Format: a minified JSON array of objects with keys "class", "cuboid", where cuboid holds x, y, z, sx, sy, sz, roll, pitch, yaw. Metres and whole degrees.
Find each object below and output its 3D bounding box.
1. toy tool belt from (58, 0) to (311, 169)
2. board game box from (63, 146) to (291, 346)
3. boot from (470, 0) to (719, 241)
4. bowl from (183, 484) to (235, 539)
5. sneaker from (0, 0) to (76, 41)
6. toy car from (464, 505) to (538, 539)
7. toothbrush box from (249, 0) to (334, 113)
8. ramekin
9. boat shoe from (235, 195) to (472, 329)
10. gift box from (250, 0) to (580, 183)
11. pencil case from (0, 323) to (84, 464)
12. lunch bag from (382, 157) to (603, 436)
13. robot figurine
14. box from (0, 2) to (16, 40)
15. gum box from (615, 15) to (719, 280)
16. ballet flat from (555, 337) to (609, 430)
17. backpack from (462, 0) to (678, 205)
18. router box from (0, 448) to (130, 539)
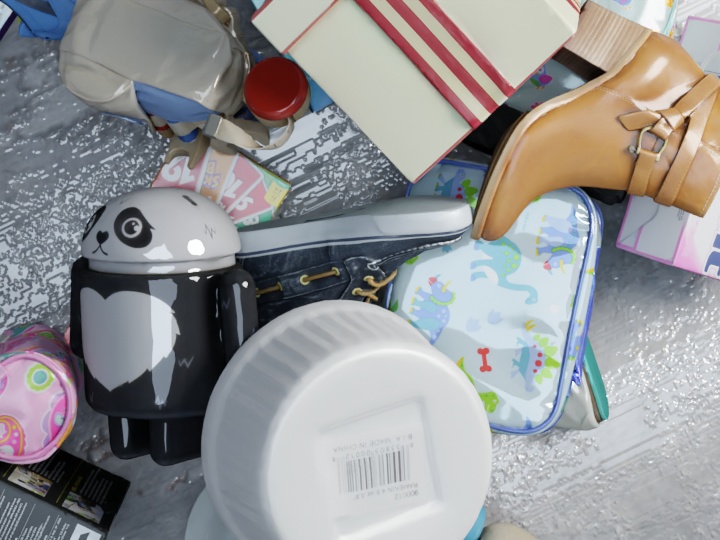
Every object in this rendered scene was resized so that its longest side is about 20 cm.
[{"class":"toy tool belt","cuboid":[-0.118,-0.139,1.339,0.198,0.123,0.126,18,80,15]},{"class":"board game box","cuboid":[-0.145,-0.006,1.411,0.095,0.030,0.201,31,96,-5]},{"class":"boot","cuboid":[0.182,-0.078,1.319,0.155,0.077,0.201,32,84,-2]},{"class":"bowl","cuboid":[-0.035,0.232,1.436,0.200,0.090,0.203,7,103,29]},{"class":"sneaker","cuboid":[-0.217,-0.207,1.404,0.199,0.066,0.079,23,115,-31]},{"class":"toy car","cuboid":[0.085,0.314,1.437,0.184,0.177,0.200,37,106,-16]},{"class":"toothbrush box","cuboid":[-0.024,-0.245,1.413,0.146,0.085,0.201,-29,95,0]},{"class":"ramekin","cuboid":[-0.004,0.128,1.272,0.199,0.098,0.203,-4,100,-23]},{"class":"boat shoe","cuboid":[0.000,0.000,1.348,0.199,0.071,0.092,-7,100,30]},{"class":"gift box","cuboid":[0.033,-0.197,1.292,0.184,0.200,0.187,-42,100,14]},{"class":"pencil case","cuboid":[-0.255,0.090,1.379,0.087,0.200,0.088,-1,96,-7]},{"class":"lunch bag","cuboid":[0.100,0.022,1.386,0.159,0.082,0.202,11,90,11]},{"class":"robot figurine","cuboid":[-0.147,0.039,1.339,0.149,0.125,0.202,-1,97,-2]},{"class":"box","cuboid":[-0.343,-0.219,1.425,0.136,0.039,0.201,35,93,-6]},{"class":"gum box","cuboid":[0.287,-0.096,1.422,0.113,0.066,0.202,14,96,-40]},{"class":"ballet flat","cuboid":[0.150,0.035,1.461,0.069,0.069,0.202,-13,97,-1]},{"class":"backpack","cuboid":[0.175,-0.170,1.408,0.166,0.127,0.201,24,91,-1]},{"class":"router box","cuboid":[-0.258,0.168,1.384,0.148,0.200,0.051,26,92,-4]}]
